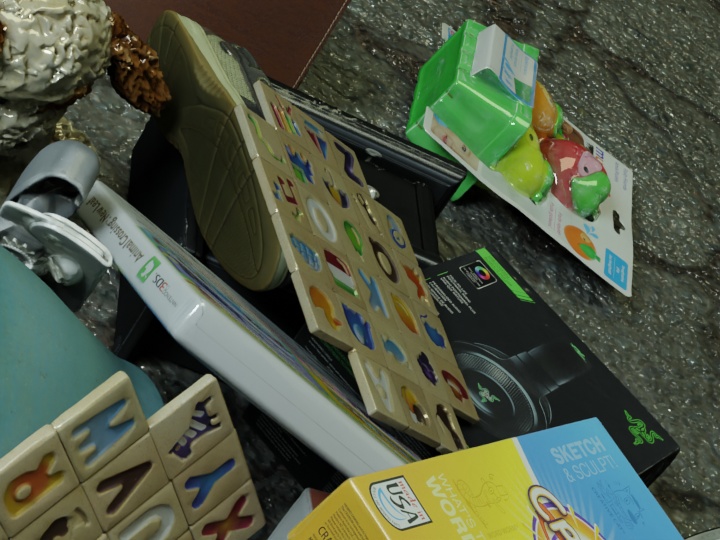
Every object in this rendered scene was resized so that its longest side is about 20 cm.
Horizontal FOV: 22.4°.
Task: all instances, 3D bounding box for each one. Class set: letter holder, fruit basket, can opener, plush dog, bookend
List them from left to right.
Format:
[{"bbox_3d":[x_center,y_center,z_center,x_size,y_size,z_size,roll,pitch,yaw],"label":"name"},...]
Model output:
[{"bbox_3d":[-0.198,-0.106,0.936,0.199,0.171,0.162,-8,86,-50],"label":"plush dog"},{"bbox_3d":[-0.154,-0.001,0.857,0.053,0.200,0.067,28,65,-10],"label":"can opener"},{"bbox_3d":[-0.114,-0.214,1.223,0.199,0.143,0.101,22,34,-20],"label":"letter holder"},{"bbox_3d":[-0.035,-0.009,1.077,0.197,0.092,0.201,23,35,-19],"label":"bookend"},{"bbox_3d":[0.133,-0.092,1.346,0.199,0.094,0.186,33,32,-11],"label":"fruit basket"}]

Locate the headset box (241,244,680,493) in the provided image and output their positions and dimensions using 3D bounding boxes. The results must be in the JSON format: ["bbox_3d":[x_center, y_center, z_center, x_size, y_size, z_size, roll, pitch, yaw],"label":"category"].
[{"bbox_3d":[0.065,0.091,1.040,0.174,0.093,0.199,48,33,18],"label":"headset box"}]

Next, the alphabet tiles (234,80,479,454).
[{"bbox_3d":[0.000,0.000,0.924,0.166,0.006,0.201,33,31,-54],"label":"alphabet tiles"}]

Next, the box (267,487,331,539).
[{"bbox_3d":[0.028,0.220,0.824,0.151,0.107,0.201,17,37,-27],"label":"box"}]

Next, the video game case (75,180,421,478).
[{"bbox_3d":[-0.035,0.048,0.825,0.200,0.022,0.182,42,-1,-28],"label":"video game case"}]

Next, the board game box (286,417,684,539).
[{"bbox_3d":[0.079,0.141,0.725,0.199,0.040,0.154,-5,55,-56],"label":"board game box"}]

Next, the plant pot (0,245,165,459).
[{"bbox_3d":[-0.186,0.071,0.750,0.187,0.200,0.201,28,30,-39],"label":"plant pot"}]

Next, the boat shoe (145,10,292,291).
[{"bbox_3d":[-0.060,-0.068,0.976,0.065,0.072,0.201,2,40,-32],"label":"boat shoe"}]

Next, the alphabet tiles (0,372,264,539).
[{"bbox_3d":[-0.123,0.131,0.706,0.199,0.167,0.006,-38,52,-21],"label":"alphabet tiles"}]

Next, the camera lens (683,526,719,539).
[{"bbox_3d":[0.209,0.241,0.915,0.159,0.160,0.201,16,37,-28],"label":"camera lens"}]
